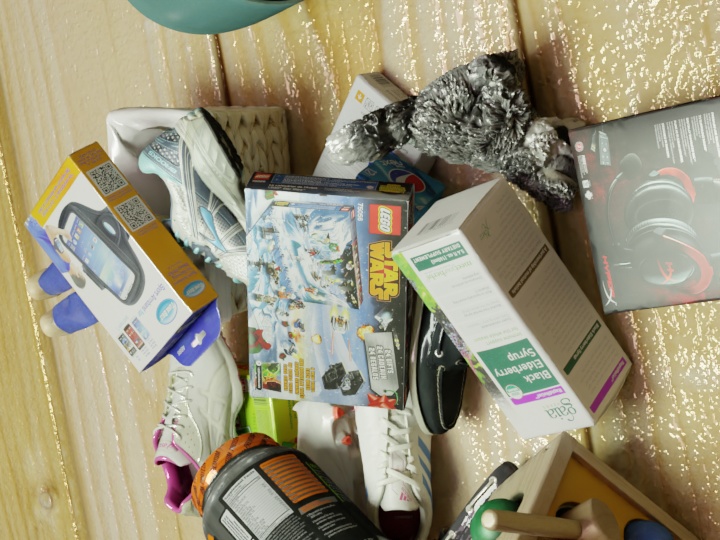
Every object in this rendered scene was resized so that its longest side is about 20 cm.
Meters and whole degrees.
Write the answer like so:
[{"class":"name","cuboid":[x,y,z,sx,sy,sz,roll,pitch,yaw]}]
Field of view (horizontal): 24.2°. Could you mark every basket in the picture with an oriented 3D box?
[{"class":"basket","cuboid":[-0.146,-0.059,1.587,0.136,0.123,0.200,6,103,42]}]

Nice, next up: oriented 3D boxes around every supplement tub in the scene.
[{"class":"supplement tub","cuboid":[-0.058,0.239,1.484,0.200,0.122,0.123,42,126,38]}]

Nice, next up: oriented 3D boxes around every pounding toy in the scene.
[{"class":"pounding toy","cuboid":[0.158,0.225,1.285,0.200,0.184,0.142,39,128,-5]}]

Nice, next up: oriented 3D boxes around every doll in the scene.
[{"class":"doll","cuboid":[-0.240,-0.005,1.567,0.200,0.048,0.137,-26,84,43]}]

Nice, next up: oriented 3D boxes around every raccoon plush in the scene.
[{"class":"raccoon plush","cuboid":[0.089,-0.086,1.364,0.200,0.097,0.134,-26,81,19]}]

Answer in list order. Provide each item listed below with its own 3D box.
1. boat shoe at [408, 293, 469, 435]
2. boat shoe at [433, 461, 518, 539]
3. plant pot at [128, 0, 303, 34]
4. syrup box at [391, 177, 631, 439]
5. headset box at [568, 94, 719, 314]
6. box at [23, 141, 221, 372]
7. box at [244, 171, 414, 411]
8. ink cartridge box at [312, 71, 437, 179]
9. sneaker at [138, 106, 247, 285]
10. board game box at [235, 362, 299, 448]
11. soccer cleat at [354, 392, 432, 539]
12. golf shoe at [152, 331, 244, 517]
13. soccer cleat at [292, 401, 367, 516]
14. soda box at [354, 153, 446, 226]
[{"class":"boat shoe","cuboid":[0.086,0.050,1.437,0.066,0.074,0.200,8,101,25]},{"class":"boat shoe","cuboid":[0.091,0.248,1.477,0.060,0.074,0.200,50,126,22]},{"class":"plant pot","cuboid":[-0.133,-0.300,1.476,0.161,0.200,0.201,-24,84,55]},{"class":"syrup box","cuboid":[0.123,0.033,1.339,0.079,0.081,0.200,-19,112,46]},{"class":"headset box","cuboid":[0.266,-0.054,1.241,0.200,0.075,0.149,-9,94,44]},{"class":"box","cuboid":[-0.207,-0.001,1.480,0.200,0.041,0.119,52,137,7]},{"class":"box","cuboid":[-0.025,0.019,1.409,0.137,0.040,0.200,5,117,8]},{"class":"ink cartridge box","cuboid":[0.001,-0.070,1.509,0.095,0.037,0.200,43,123,26]},{"class":"sneaker","cuboid":[-0.124,-0.038,1.473,0.086,0.078,0.200,-27,94,9]},{"class":"board game box","cuboid":[-0.097,0.195,1.654,0.102,0.048,0.200,0,100,43]},{"class":"soccer cleat","cuboid":[0.034,0.165,1.494,0.070,0.086,0.200,-7,104,1]},{"class":"golf shoe","cuboid":[-0.159,0.140,1.605,0.075,0.091,0.200,-10,92,45]},{"class":"soccer cleat","cuboid":[-0.019,0.211,1.579,0.078,0.069,0.200,-13,84,49]},{"class":"soda box","cuboid":[0.000,0.000,1.465,0.064,0.068,0.200,32,121,10]}]
